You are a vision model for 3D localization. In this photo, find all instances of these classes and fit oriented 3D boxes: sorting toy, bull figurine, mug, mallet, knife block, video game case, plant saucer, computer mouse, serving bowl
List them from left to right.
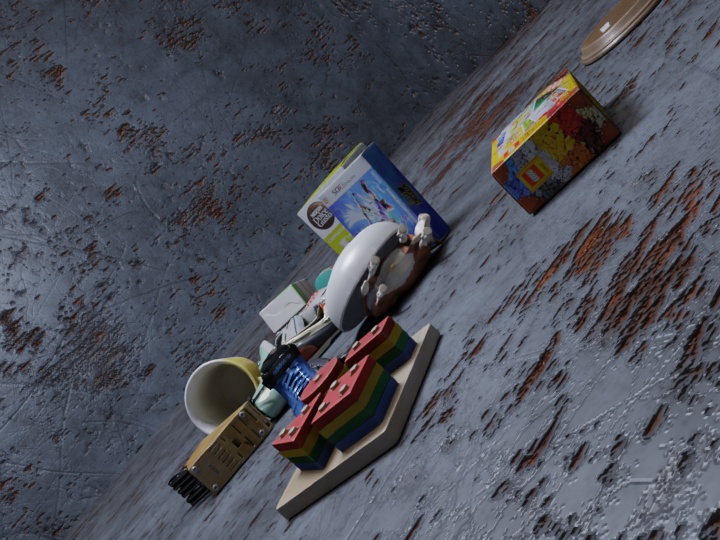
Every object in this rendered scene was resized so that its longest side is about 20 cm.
[{"bbox_3d":[-0.249,0.318,1.405,0.200,0.064,0.175,-49,8,-12],"label":"knife block"},{"bbox_3d":[-0.237,0.242,1.594,0.153,0.184,0.152,-35,-43,-84],"label":"mug"},{"bbox_3d":[-0.136,0.109,1.978,0.066,0.041,0.200,-47,3,-3],"label":"mallet"},{"bbox_3d":[-0.059,0.156,1.283,0.059,0.034,0.200,-50,8,-27],"label":"computer mouse"},{"bbox_3d":[-0.018,0.154,0.924,0.199,0.070,0.201,-43,9,34],"label":"sorting toy"},{"bbox_3d":[0.000,0.000,1.340,0.201,0.065,0.201,-52,-16,-21],"label":"serving bowl"},{"bbox_3d":[0.037,-0.103,1.427,0.045,0.200,0.181,-46,6,-32],"label":"video game case"},{"bbox_3d":[0.067,-0.015,1.279,0.201,0.065,0.122,-56,-17,-16],"label":"bull figurine"},{"bbox_3d":[0.472,-0.455,1.456,0.200,0.029,0.200,-47,8,9],"label":"plant saucer"}]

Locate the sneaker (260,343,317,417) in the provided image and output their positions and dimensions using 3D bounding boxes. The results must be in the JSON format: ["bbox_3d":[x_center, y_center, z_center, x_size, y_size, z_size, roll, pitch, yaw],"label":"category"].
[{"bbox_3d":[-0.093,0.161,1.148,0.077,0.111,0.200,-47,8,-4],"label":"sneaker"}]

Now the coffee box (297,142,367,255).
[{"bbox_3d":[-0.017,-0.186,2.178,0.199,0.198,0.200,-42,8,31],"label":"coffee box"}]

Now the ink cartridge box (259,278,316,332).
[{"bbox_3d":[-0.177,0.087,2.091,0.117,0.068,0.200,-41,-2,11],"label":"ink cartridge box"}]

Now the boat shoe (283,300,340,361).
[{"bbox_3d":[-0.060,0.091,1.520,0.200,0.063,0.071,-48,6,-13],"label":"boat shoe"}]

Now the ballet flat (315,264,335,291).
[{"bbox_3d":[-0.025,0.004,1.799,0.071,0.070,0.199,-29,-2,-40],"label":"ballet flat"}]

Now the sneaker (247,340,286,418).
[{"bbox_3d":[-0.170,0.199,1.449,0.119,0.073,0.200,-56,17,-6],"label":"sneaker"}]

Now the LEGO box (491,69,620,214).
[{"bbox_3d":[0.251,-0.176,1.071,0.149,0.077,0.200,-44,8,21],"label":"LEGO box"}]

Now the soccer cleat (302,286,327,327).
[{"bbox_3d":[-0.053,0.060,1.631,0.199,0.069,0.085,-39,6,25],"label":"soccer cleat"}]

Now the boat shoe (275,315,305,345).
[{"bbox_3d":[-0.141,0.136,1.631,0.066,0.075,0.200,-12,4,-8],"label":"boat shoe"}]
